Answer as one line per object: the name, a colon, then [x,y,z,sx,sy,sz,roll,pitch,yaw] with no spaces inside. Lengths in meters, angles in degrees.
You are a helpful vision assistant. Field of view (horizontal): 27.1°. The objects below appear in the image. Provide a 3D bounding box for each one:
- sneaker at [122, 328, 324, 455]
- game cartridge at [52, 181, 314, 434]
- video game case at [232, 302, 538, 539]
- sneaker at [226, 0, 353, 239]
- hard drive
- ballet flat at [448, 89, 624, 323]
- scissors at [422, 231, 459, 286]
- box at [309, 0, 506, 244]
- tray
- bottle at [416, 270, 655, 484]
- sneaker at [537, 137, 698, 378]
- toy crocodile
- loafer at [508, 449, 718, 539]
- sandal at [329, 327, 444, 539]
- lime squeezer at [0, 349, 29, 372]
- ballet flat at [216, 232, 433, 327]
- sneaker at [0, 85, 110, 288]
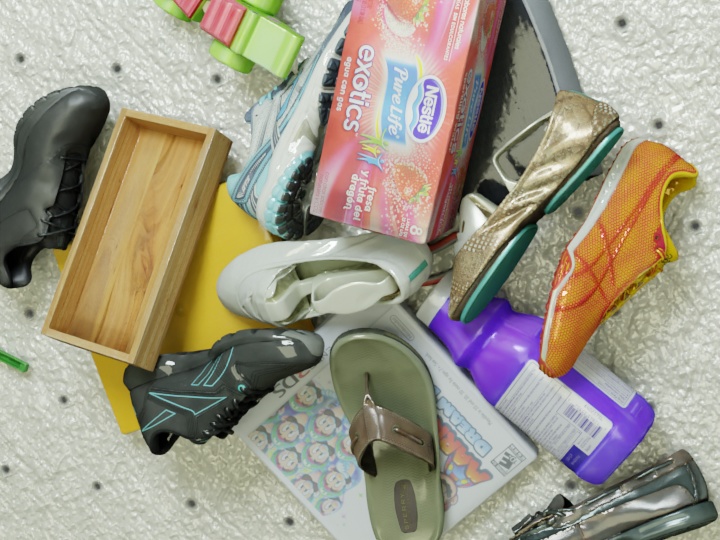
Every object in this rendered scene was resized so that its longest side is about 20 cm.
sneaker: [-0.107,0.096,1.211,0.199,0.075,0.080,-18,73,35]
game cartridge: [-0.147,0.030,1.279,0.198,0.032,0.178,-18,95,18]
video game case: [0.015,0.135,1.237,0.182,0.024,0.200,-41,96,16]
sneaker: [-0.049,-0.131,1.195,0.086,0.077,0.201,25,88,32]
hard drive: [0.099,-0.148,1.173,0.134,0.042,0.202,-19,93,18]
ballet flat: [0.117,-0.053,1.133,0.065,0.070,0.200,41,100,14]
scissors: [0.000,0.000,1.242,0.199,0.014,0.074,-25,92,18]
box: [0.038,-0.131,1.119,0.094,0.103,0.202,15,102,13]
tray: [-0.184,-0.027,1.234,0.098,0.037,0.202,14,82,27]
bottle: [0.134,0.080,1.184,0.200,0.065,0.084,39,135,8]
sneaker: [0.193,-0.006,1.125,0.077,0.073,0.201,27,83,14]
toy crocodile: [-0.121,-0.217,1.202,0.200,0.062,0.068,42,110,28]
loafer: [0.184,0.200,1.202,0.198,0.072,0.063,-19,74,12]
sandal: [0.027,0.141,1.194,0.079,0.057,0.203,-12,103,11]
lime squeezer: [-0.396,0.051,1.344,0.198,0.071,0.038,15,87,-17]
ballet flat: [-0.039,0.012,1.176,0.198,0.069,0.070,-11,96,27]
sneaker: [-0.263,-0.068,1.268,0.091,0.076,0.200,51,119,25]
